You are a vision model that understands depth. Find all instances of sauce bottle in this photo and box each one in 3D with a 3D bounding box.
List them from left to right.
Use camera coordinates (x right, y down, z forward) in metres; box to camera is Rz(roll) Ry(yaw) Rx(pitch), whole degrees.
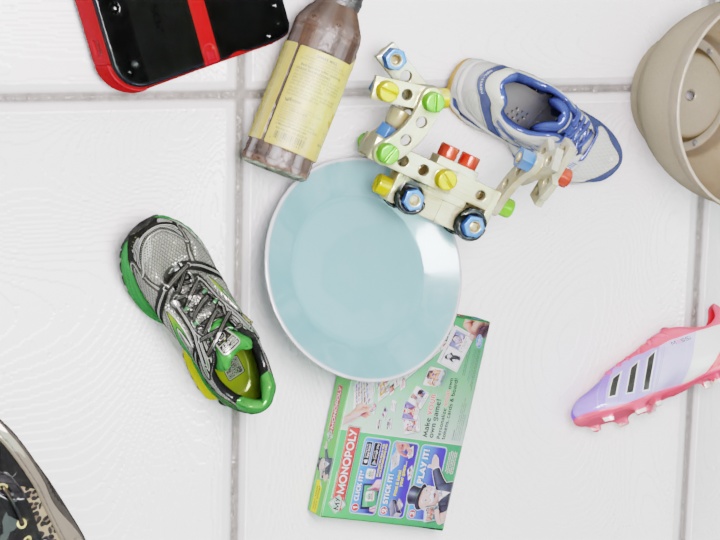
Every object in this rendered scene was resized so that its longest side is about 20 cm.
[{"bbox_3d":[-0.038,-0.176,1.643,0.065,0.065,0.200,23,90,-29],"label":"sauce bottle"}]

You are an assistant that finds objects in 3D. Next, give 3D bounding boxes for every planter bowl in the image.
[{"bbox_3d":[0.337,-0.160,1.807,0.200,0.135,0.201,-5,101,-28],"label":"planter bowl"}]

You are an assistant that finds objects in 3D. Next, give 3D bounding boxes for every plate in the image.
[{"bbox_3d":[0.000,0.000,1.697,0.200,0.026,0.201,6,78,-28],"label":"plate"}]

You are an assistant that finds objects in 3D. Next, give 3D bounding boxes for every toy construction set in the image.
[{"bbox_3d":[0.083,-0.102,1.681,0.200,0.092,0.131,24,94,-6],"label":"toy construction set"}]

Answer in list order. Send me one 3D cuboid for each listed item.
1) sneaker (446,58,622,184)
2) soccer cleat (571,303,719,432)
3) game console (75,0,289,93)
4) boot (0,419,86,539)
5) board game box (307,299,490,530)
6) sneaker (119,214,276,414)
[{"bbox_3d":[0.172,-0.127,1.752,0.200,0.088,0.075,23,87,-31],"label":"sneaker"},{"bbox_3d":[0.284,0.096,1.876,0.200,0.067,0.077,-20,77,-18],"label":"soccer cleat"},{"bbox_3d":[-0.158,-0.260,1.589,0.177,0.031,0.200,-25,111,-28],"label":"game console"},{"bbox_3d":[-0.323,0.205,1.561,0.151,0.073,0.200,-38,120,-17],"label":"boot"},{"bbox_3d":[0.036,0.132,1.761,0.134,0.029,0.200,11,94,-28],"label":"board game box"},{"bbox_3d":[-0.128,0.036,1.624,0.078,0.085,0.200,-41,115,-16],"label":"sneaker"}]
